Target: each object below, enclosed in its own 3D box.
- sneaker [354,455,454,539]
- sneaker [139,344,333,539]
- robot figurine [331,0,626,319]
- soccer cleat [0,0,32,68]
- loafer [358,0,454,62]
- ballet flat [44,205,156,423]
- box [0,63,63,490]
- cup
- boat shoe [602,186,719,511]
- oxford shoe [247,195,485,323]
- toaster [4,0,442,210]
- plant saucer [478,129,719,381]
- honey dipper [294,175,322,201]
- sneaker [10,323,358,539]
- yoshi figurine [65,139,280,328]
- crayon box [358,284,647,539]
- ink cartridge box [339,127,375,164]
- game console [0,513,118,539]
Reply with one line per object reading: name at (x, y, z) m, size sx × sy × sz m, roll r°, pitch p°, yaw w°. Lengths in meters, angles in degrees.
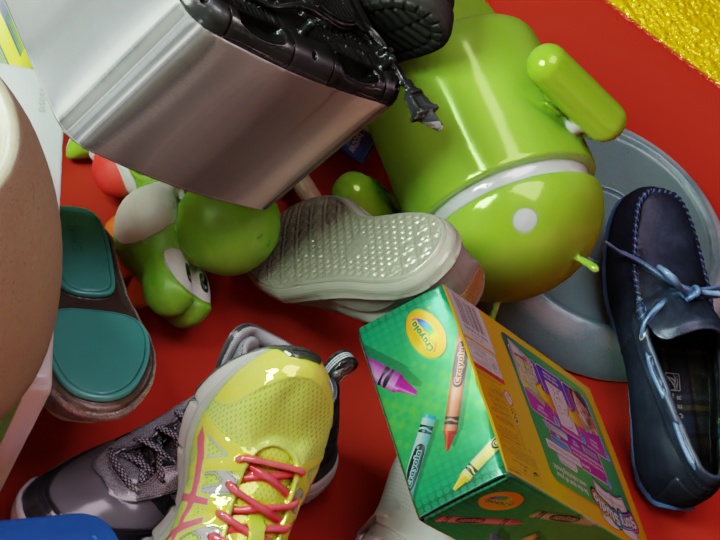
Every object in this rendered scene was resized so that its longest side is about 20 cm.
sneaker at (-0.007, 0.170, 1.357) m, size 0.115 × 0.074 × 0.200 m, roll 18°, pitch 54°, yaw -15°
sneaker at (-0.061, 0.134, 1.276) m, size 0.078 × 0.200 × 0.090 m, roll 16°, pitch 17°, yaw -26°
robot figurine at (0.072, -0.070, 1.475) m, size 0.116 × 0.175 × 0.200 m, roll 13°, pitch 51°, yaw -57°
soccer cleat at (-0.220, -0.161, 1.473) m, size 0.084 × 0.065 × 0.201 m, roll 31°, pitch 62°, yaw -30°
loafer at (-0.015, -0.155, 1.467) m, size 0.073 × 0.200 × 0.071 m, roll 45°, pitch 56°, yaw -36°
ballet flat at (-0.150, 0.041, 1.355) m, size 0.068 × 0.067 × 0.200 m, roll 7°, pitch 30°, yaw -13°
box at (-0.269, 0.004, 1.296) m, size 0.198 × 0.171 × 0.201 m, roll 10°, pitch 56°, yaw -17°
cup at (-0.220, -0.031, 1.141) m, size 0.200 × 0.143 × 0.201 m, roll 11°, pitch 57°, yaw -17°
boat shoe at (0.199, 0.042, 1.505) m, size 0.084 × 0.069 × 0.201 m, roll -4°, pitch 75°, yaw -26°
oxford shoe at (0.000, 0.000, 1.423) m, size 0.058 × 0.200 × 0.075 m, roll 44°, pitch 70°, yaw -30°
toaster at (-0.084, -0.138, 1.339) m, size 0.181 × 0.119 × 0.200 m, roll 17°, pitch 39°, yaw -50°
plant saucer at (0.150, -0.023, 1.581) m, size 0.200 × 0.027 × 0.201 m, roll 11°, pitch 54°, yaw -15°
honey dipper at (-0.012, -0.019, 1.507) m, size 0.038 × 0.038 × 0.200 m, roll -23°, pitch 72°, yaw -33°
sneaker at (-0.092, 0.089, 1.344) m, size 0.200 × 0.114 × 0.076 m, roll -14°, pitch 54°, yaw -31°
yoshi figurine at (-0.098, -0.066, 1.459) m, size 0.112 × 0.112 × 0.201 m, roll 3°, pitch 60°, yaw -29°
crayon box at (0.083, 0.099, 1.377) m, size 0.200 × 0.058 × 0.119 m, roll 35°, pitch 32°, yaw -54°
ink cartridge box at (-0.028, -0.148, 1.582) m, size 0.200 × 0.042 × 0.119 m, roll 29°, pitch 53°, yaw 1°
game console at (-0.189, 0.237, 1.232) m, size 0.170 × 0.118 × 0.200 m, roll -1°, pitch 59°, yaw -39°
